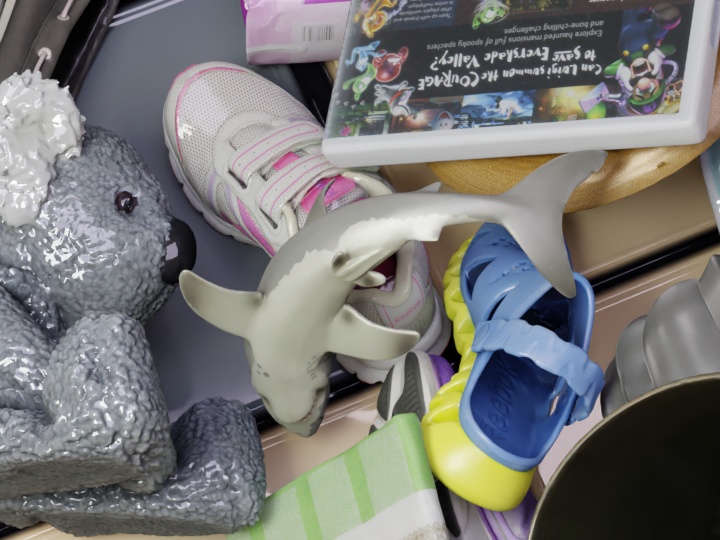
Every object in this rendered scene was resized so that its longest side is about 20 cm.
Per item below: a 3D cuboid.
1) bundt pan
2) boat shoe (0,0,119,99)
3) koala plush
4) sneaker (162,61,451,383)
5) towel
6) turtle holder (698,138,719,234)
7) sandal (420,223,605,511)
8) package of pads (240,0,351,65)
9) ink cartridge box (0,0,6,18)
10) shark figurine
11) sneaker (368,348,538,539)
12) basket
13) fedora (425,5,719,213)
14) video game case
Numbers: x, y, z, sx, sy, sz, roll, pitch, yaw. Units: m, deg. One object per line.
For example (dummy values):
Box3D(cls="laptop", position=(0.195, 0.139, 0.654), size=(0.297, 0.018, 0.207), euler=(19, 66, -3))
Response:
Box3D(cls="bundt pan", position=(0.203, 0.047, 1.333), size=(0.201, 0.202, 0.076), euler=(-19, 60, -11))
Box3D(cls="boat shoe", position=(-0.168, -0.090, 1.425), size=(0.057, 0.067, 0.201), euler=(10, 65, 5))
Box3D(cls="koala plush", position=(-0.148, 0.016, 1.334), size=(0.183, 0.177, 0.201), euler=(-4, 70, 20))
Box3D(cls="sneaker", position=(-0.025, -0.038, 1.401), size=(0.081, 0.088, 0.200), euler=(-41, 77, -16))
Box3D(cls="towel", position=(0.006, 0.187, 1.301), size=(0.031, 0.149, 0.201), euler=(8, 60, -42))
Box3D(cls="turtle holder", position=(0.236, -0.079, 1.402), size=(0.131, 0.141, 0.186), euler=(-16, 106, 12))
Box3D(cls="sandal", position=(0.087, 0.030, 1.351), size=(0.079, 0.087, 0.200), euler=(32, 34, -18))
Box3D(cls="package of pads", position=(0.027, -0.177, 1.466), size=(0.199, 0.076, 0.121), euler=(-5, 68, -6))
Box3D(cls="ink cartridge box", position=(-0.297, -0.102, 1.432), size=(0.199, 0.043, 0.199), euler=(13, 69, -2))
Box3D(cls="shark figurine", position=(0.003, -0.016, 1.302), size=(0.128, 0.214, 0.090), euler=(38, 36, -26))
Box3D(cls="sneaker", position=(0.068, 0.131, 1.363), size=(0.083, 0.081, 0.201), euler=(-15, 72, -32))
Box3D(cls="basket", position=(0.206, 0.129, 1.257), size=(0.199, 0.180, 0.137), euler=(12, 58, -48))
Box3D(cls="fedora", position=(0.122, -0.102, 1.378), size=(0.200, 0.082, 0.202), euler=(-12, 61, 23))
Box3D(cls="video game case", position=(0.086, -0.139, 1.349), size=(0.199, 0.023, 0.183), euler=(-3, 62, 28))
